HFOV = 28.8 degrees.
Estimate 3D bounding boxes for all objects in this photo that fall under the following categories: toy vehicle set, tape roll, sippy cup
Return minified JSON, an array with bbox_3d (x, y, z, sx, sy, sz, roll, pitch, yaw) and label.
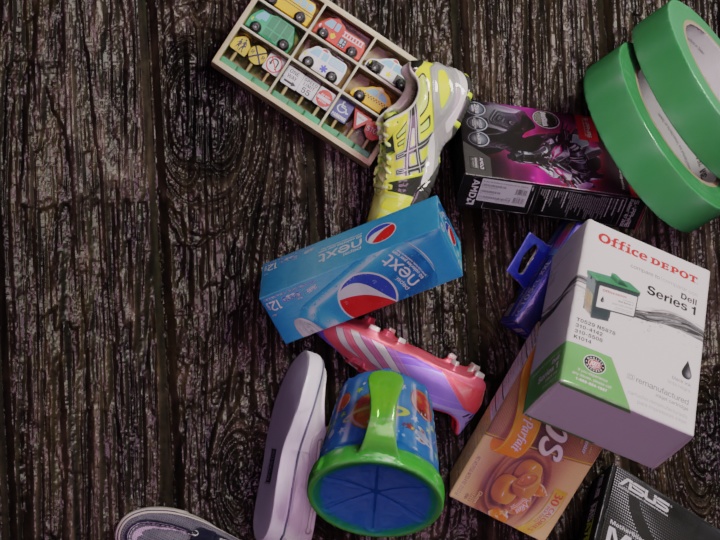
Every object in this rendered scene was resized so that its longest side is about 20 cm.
[{"bbox_3d":[-0.042,-0.214,1.480,0.199,0.027,0.125,32,84,-6],"label":"toy vehicle set"},{"bbox_3d":[0.360,-0.185,1.459,0.048,0.200,0.201,-33,94,29],"label":"tape roll"},{"bbox_3d":[0.020,0.176,1.401,0.139,0.178,0.131,31,42,-23],"label":"sippy cup"},{"bbox_3d":[0.309,-0.138,1.445,0.048,0.200,0.201,-34,94,28],"label":"tape roll"}]

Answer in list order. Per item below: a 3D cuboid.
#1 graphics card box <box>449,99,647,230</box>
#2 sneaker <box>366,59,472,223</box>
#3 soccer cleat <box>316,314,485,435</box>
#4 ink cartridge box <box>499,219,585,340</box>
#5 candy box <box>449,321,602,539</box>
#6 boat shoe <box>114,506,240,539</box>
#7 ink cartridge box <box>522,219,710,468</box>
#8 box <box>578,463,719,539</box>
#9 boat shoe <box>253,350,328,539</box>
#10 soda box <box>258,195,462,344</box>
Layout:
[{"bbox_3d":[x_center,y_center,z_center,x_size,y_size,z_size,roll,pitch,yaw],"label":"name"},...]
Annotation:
[{"bbox_3d":[0.195,-0.112,1.469,0.199,0.051,0.126,7,46,-7],"label":"graphics card box"},{"bbox_3d":[0.042,-0.124,1.455,0.076,0.075,0.201,23,88,-23],"label":"sneaker"},{"bbox_3d":[0.035,0.104,1.464,0.199,0.067,0.077,23,96,-7],"label":"soccer cleat"},{"bbox_3d":[0.244,0.036,1.491,0.199,0.076,0.137,33,83,-4],"label":"ink cartridge box"},{"bbox_3d":[0.187,0.168,1.448,0.115,0.055,0.201,26,108,-5],"label":"candy box"},{"bbox_3d":[-0.152,0.295,1.410,0.199,0.093,0.075,20,85,-8],"label":"boat shoe"},{"bbox_3d":[0.253,0.068,1.365,0.145,0.084,0.201,22,54,-9],"label":"ink cartridge box"},{"bbox_3d":[0.314,0.328,1.452,0.199,0.048,0.194,33,48,-6],"label":"box"},{"bbox_3d":[-0.059,0.185,1.448,0.065,0.073,0.201,14,89,-23],"label":"boat shoe"},{"bbox_3d":[0.000,0.000,1.414,0.199,0.068,0.064,-22,119,14],"label":"soda box"}]
